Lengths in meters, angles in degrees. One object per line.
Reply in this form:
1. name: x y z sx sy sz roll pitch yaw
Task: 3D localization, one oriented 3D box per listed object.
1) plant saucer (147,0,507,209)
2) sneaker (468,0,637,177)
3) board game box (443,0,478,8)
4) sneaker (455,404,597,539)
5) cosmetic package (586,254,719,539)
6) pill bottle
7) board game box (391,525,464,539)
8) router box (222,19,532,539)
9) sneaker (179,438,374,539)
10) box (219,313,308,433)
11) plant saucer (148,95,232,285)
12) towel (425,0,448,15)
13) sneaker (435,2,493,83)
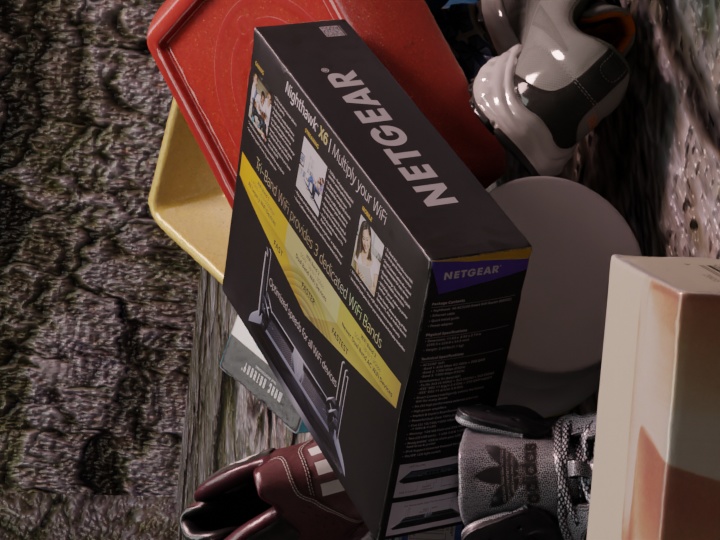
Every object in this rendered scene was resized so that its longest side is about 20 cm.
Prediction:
1. plant saucer: -0.033 -0.094 1.086 0.200 0.037 0.201 -38 78 50
2. sneaker: 0.106 -0.115 1.054 0.079 0.074 0.201 -36 20 20
3. board game box: 0.063 -0.289 1.409 0.153 0.040 0.202 110 160 -61
4. sneaker: 0.099 0.084 0.858 0.200 0.113 0.076 119 152 -70
5. cosmetic package: 0.132 0.101 0.694 0.087 0.102 0.202 -131 43 -78
6. pill bottle: 0.071 0.026 1.053 0.200 0.113 0.115 123 149 -72
7. board game box: 0.020 0.177 1.243 0.199 0.043 0.202 -120 35 -72
8. router box: 0.000 0.000 0.974 0.200 0.052 0.158 -125 35 -45
9. sneaker: -0.049 0.136 1.154 0.200 0.115 0.076 112 142 -60
10. box: -0.014 -0.009 1.248 0.082 0.049 0.201 37 115 39
11. plant saucer: -0.030 -0.072 1.182 0.200 0.048 0.201 40 126 37
12. towel: 0.047 -0.200 1.205 0.200 0.048 0.112 -44 29 26
13. sneaker: 0.061 -0.105 1.268 0.200 0.085 0.078 -38 72 49
